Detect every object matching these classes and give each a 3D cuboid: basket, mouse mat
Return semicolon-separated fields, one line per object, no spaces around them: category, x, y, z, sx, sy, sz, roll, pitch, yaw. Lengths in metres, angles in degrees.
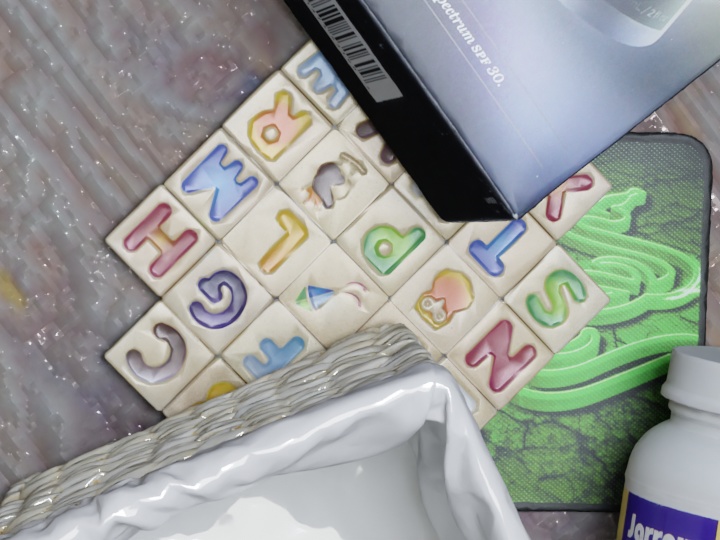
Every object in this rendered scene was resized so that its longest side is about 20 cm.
basket;-0.027;0.145;1.061;0.198;0.161;0.201;-23;101;-2
mouse mat;0.048;0.021;1.148;0.199;0.008;0.162;1;94;-9

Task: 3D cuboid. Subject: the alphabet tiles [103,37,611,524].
alphabet tiles;0.000;0.000;1.134;0.200;0.006;0.166;-44;99;-2

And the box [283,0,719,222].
box;0.065;-0.156;1.071;0.198;0.123;0.200;-38;98;-10

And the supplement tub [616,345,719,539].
supplement tub;0.170;0.139;1.104;0.145;0.145;0.201;7;93;-8
